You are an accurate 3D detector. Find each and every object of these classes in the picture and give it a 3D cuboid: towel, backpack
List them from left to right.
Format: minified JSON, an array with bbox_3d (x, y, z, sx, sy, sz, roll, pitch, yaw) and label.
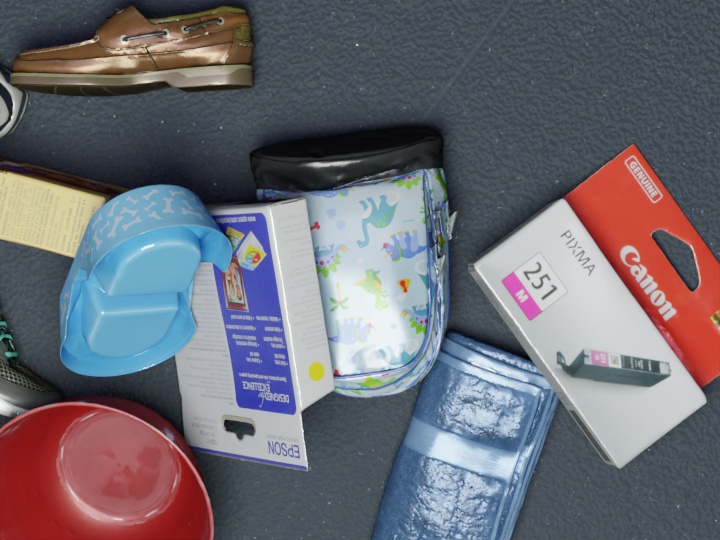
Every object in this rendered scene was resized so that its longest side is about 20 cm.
[{"bbox_3d":[0.000,0.000,1.319,0.162,0.154,0.202,-5,108,-1],"label":"backpack"},{"bbox_3d":[0.085,0.159,1.362,0.111,0.049,0.201,19,97,4],"label":"towel"}]

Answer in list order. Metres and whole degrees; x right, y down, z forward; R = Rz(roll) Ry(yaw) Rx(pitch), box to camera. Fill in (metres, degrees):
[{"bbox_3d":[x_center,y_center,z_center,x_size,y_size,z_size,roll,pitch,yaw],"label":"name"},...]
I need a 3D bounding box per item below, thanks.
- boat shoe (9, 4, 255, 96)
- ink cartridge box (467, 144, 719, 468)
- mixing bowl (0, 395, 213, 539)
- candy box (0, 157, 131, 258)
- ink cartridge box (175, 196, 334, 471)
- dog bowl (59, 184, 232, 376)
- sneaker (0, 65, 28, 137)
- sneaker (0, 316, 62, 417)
[{"bbox_3d":[-0.185,-0.179,1.348,0.198,0.072,0.069,-2,91,-4],"label":"boat shoe"},{"bbox_3d":[0.212,0.026,1.323,0.173,0.044,0.201,-36,92,-5],"label":"ink cartridge box"},{"bbox_3d":[-0.209,0.180,1.350,0.198,0.108,0.202,2,108,5],"label":"mixing bowl"},{"bbox_3d":[-0.292,-0.060,1.340,0.199,0.117,0.057,16,96,4],"label":"candy box"},{"bbox_3d":[-0.091,0.046,1.304,0.047,0.197,0.202,-14,98,-33],"label":"ink cartridge box"},{"bbox_3d":[-0.172,0.008,1.279,0.111,0.200,0.050,-4,55,-29],"label":"dog bowl"},{"bbox_3d":[-0.374,-0.167,1.330,0.198,0.130,0.080,34,96,1],"label":"sneaker"},{"bbox_3d":[-0.325,0.048,1.377,0.199,0.078,0.092,34,93,0],"label":"sneaker"}]
